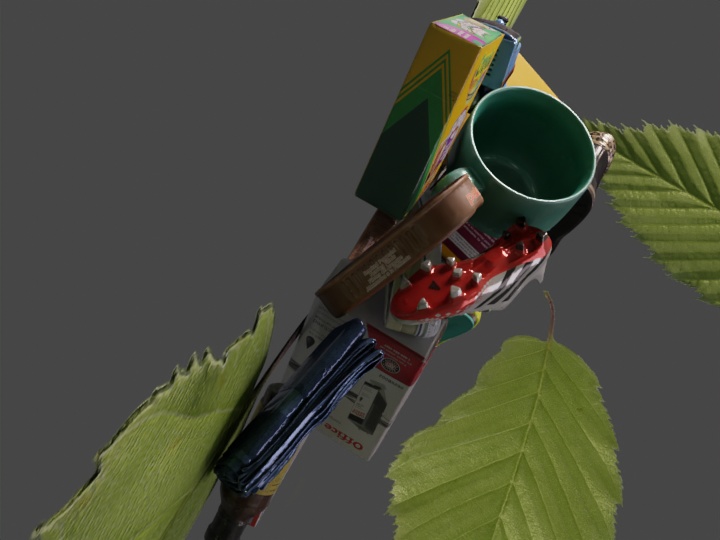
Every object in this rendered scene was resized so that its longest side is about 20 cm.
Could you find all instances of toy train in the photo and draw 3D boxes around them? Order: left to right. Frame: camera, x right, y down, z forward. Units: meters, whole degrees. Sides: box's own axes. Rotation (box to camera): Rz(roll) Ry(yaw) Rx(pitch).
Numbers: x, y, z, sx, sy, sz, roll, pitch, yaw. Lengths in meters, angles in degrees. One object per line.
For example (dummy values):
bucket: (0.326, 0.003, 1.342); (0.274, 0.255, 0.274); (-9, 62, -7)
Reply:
toy train: (0.151, -0.250, 1.127); (0.200, 0.085, 0.116); (-51, 163, -66)

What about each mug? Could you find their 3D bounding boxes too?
mug: (0.158, -0.113, 1.036); (0.115, 0.181, 0.155); (120, -27, -59)

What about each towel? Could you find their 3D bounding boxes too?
towel: (-0.062, 0.139, 0.917); (0.200, 0.049, 0.112); (-48, -174, -18)

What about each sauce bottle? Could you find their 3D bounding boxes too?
sauce bottle: (-0.118, 0.223, 1.024); (0.202, 0.064, 0.065); (-61, 176, 13)

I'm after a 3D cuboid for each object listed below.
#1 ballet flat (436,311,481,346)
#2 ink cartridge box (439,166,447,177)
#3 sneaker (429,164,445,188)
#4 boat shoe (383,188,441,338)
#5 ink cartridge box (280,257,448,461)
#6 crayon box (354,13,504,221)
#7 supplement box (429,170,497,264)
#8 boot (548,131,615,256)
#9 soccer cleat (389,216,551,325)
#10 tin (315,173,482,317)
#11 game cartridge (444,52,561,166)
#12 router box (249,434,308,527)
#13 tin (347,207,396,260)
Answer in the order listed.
ballet flat: (0.082, 0.071, 1.214); (0.199, 0.067, 0.068); (-29, -147, 39)
ink cartridge box: (0.127, -0.089, 1.386); (0.200, 0.084, 0.145); (-44, -174, 18)
sneaker: (0.143, -0.202, 1.306); (0.203, 0.081, 0.075); (-62, 175, 4)
boat shoe: (0.055, -0.018, 1.033); (0.073, 0.061, 0.203); (112, -18, -49)
ink cartridge box: (-0.004, 0.109, 1.085); (0.083, 0.145, 0.202); (-53, 170, -48)
crayon box: (0.073, -0.159, 0.915); (0.175, 0.058, 0.200); (-64, 175, 22)
supplement box: (0.158, -0.096, 1.175); (0.201, 0.110, 0.086); (-49, -172, -4)
boot: (0.263, -0.095, 1.248); (0.151, 0.073, 0.200); (-53, -178, -40)
soccer cleat: (0.120, 0.018, 0.965); (0.198, 0.069, 0.086); (-28, 136, -20)
tin: (0.038, -0.022, 0.917); (0.199, 0.042, 0.112); (-38, 178, 27)
game cartridge: (0.185, -0.205, 1.268); (0.032, 0.176, 0.202); (-2, -129, 58)
router box: (-0.102, 0.222, 1.273); (0.201, 0.048, 0.181); (-57, 173, -51)
tin: (0.000, 0.000, 1.193); (0.202, 0.041, 0.113); (-60, 171, -29)
